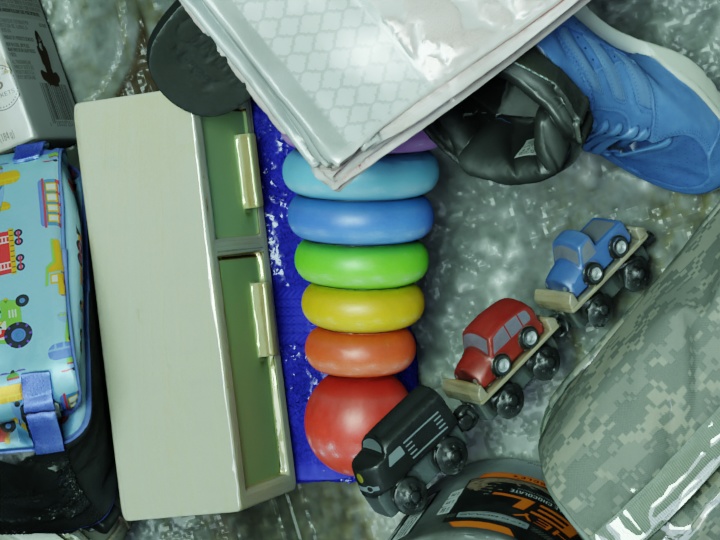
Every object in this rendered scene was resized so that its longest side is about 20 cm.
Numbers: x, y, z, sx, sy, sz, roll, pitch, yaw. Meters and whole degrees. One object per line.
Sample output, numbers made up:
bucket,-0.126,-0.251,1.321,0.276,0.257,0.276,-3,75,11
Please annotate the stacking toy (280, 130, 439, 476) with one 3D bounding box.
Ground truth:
stacking toy,0.000,0.000,1.095,0.085,0.085,0.201,2,98,13

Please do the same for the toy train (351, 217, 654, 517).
toy train,0.069,0.038,1.101,0.200,0.034,0.046,-43,114,-22

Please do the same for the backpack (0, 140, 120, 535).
backpack,-0.222,0.039,1.120,0.199,0.135,0.183,-5,58,3

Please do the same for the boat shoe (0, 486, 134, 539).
boat shoe,-0.206,0.097,1.202,0.201,0.072,0.060,30,62,22

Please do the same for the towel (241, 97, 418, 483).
towel,-0.047,0.009,1.166,0.147,0.050,0.201,-3,92,13

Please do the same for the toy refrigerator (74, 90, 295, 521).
toy refrigerator,-0.081,0.014,1.117,0.070,0.076,0.201,-7,90,20

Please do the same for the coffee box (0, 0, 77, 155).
coffee box,-0.234,-0.142,1.185,0.114,0.080,0.201,-21,88,14

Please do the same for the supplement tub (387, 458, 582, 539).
supplement tub,0.058,0.165,1.068,0.122,0.200,0.123,2,99,11

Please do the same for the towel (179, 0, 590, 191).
towel,0.002,-0.166,0.989,0.191,0.032,0.200,-38,80,-6

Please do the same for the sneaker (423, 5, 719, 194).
sneaker,0.095,-0.068,1.059,0.077,0.111,0.200,-22,131,40

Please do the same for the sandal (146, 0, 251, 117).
sandal,-0.017,-0.147,1.037,0.075,0.045,0.200,37,98,-23

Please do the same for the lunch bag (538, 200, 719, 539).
lunch bag,0.176,0.057,1.055,0.139,0.168,0.200,43,102,8
